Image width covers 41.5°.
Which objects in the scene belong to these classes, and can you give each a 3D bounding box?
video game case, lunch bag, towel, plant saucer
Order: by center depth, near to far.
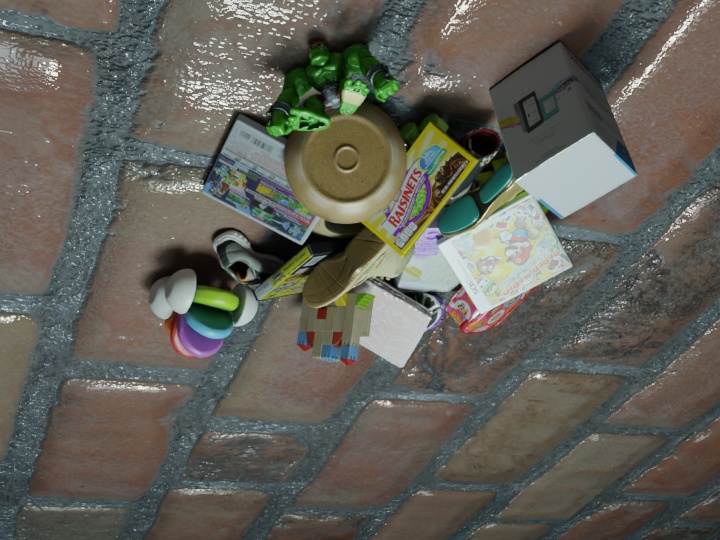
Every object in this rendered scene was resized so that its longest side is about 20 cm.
[{"bbox_3d":[-0.023,-0.176,1.508,0.198,0.202,0.035,-8,-178,-3],"label":"plant saucer"},{"bbox_3d":[-0.147,-0.148,1.589,0.199,0.023,0.183,27,134,-10],"label":"video game case"},{"bbox_3d":[0.269,-0.031,1.767,0.199,0.023,0.183,-29,118,13],"label":"video game case"},{"bbox_3d":[-0.077,-0.007,1.770,0.199,0.026,0.180,-11,159,-48],"label":"video game case"},{"bbox_3d":[0.282,0.040,1.921,0.200,0.082,0.175,-47,155,26],"label":"lunch bag"},{"bbox_3d":[0.033,0.094,1.926,0.199,0.032,0.192,31,137,4],"label":"towel"}]

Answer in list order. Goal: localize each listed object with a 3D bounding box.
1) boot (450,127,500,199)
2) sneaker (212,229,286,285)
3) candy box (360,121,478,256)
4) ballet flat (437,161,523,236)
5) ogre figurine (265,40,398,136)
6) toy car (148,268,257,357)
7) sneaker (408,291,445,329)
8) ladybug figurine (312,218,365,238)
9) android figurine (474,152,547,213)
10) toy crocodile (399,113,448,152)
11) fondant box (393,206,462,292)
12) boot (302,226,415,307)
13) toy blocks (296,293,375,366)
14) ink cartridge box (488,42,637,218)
[{"bbox_3d":[0.135,-0.160,1.590,0.203,0.074,0.154,-28,167,-31],"label":"boot"},{"bbox_3d":[-0.201,0.002,1.787,0.074,0.080,0.200,-32,140,24],"label":"sneaker"},{"bbox_3d":[0.092,-0.131,1.544,0.201,0.102,0.026,-53,168,14],"label":"candy box"},{"bbox_3d":[0.223,-0.117,1.688,0.063,0.069,0.200,13,141,-40],"label":"ballet flat"},{"bbox_3d":[-0.049,-0.275,1.421,0.199,0.121,0.098,-33,134,26],"label":"ogre figurine"},{"bbox_3d":[-0.303,0.090,1.791,0.174,0.152,0.199,17,162,-30],"label":"toy car"},{"bbox_3d":[0.140,0.084,1.970,0.083,0.081,0.200,-16,172,-15],"label":"sneaker"},{"bbox_3d":[-0.019,-0.118,1.677,0.198,0.072,0.136,-4,144,-10],"label":"ladybug figurine"},{"bbox_3d":[0.308,-0.161,1.729,0.198,0.041,0.183,-11,143,4],"label":"android figurine"},{"bbox_3d":[0.064,-0.183,1.582,0.199,0.062,0.068,-39,116,3],"label":"toy crocodile"},{"bbox_3d":[0.151,-0.038,1.838,0.143,0.059,0.201,-1,141,-13],"label":"fondant box"},{"bbox_3d":[0.000,0.000,1.724,0.200,0.073,0.155,-44,159,16],"label":"boot"},{"bbox_3d":[-0.053,0.117,1.855,0.199,0.138,0.099,-2,166,44],"label":"toy blocks"},{"bbox_3d":[0.319,-0.222,1.514,0.145,0.201,0.146,-32,139,29],"label":"ink cartridge box"}]
